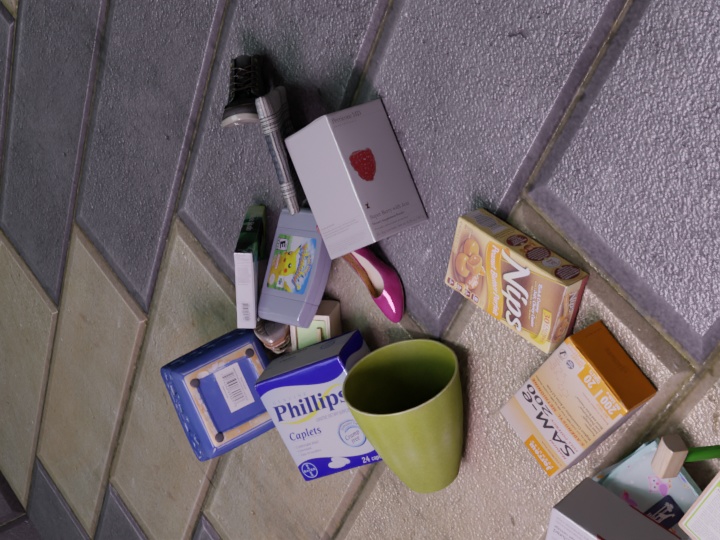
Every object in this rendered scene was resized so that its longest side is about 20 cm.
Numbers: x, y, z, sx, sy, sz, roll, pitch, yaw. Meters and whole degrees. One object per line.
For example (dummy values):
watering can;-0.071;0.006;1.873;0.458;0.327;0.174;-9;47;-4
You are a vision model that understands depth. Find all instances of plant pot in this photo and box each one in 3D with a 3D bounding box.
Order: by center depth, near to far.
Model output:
plant pot;0.087;0.244;1.696;0.186;0.187;0.202;15;133;46
plant pot;-0.242;0.226;1.987;0.202;0.198;0.180;65;166;0

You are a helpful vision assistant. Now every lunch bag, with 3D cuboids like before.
lunch bag;0.376;0.331;1.417;0.171;0.121;0.200;54;136;13

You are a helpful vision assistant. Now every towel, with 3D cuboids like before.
towel;-0.117;-0.196;1.732;0.200;0.034;0.194;-81;-25;-77

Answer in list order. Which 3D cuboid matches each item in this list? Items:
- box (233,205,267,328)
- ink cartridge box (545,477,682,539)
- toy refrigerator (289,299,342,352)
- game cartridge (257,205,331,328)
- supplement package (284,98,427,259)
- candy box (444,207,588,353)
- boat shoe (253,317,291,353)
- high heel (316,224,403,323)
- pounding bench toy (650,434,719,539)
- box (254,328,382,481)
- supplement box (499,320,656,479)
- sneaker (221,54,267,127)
box;-0.191;-0.009;1.895;0.201;0.036;0.146;-89;0;-63
ink cartridge box;0.307;0.390;1.368;0.144;0.083;0.202;31;133;34
toy refrigerator;-0.074;0.157;1.889;0.075;0.070;0.202;4;113;16
game cartridge;-0.105;-0.008;1.820;0.133;0.040;0.202;9;84;44
supplement package;-0.007;-0.139;1.644;0.119;0.121;0.202;-21;92;52
candy box;0.214;0.012;1.506;0.199;0.055;0.116;36;133;34
boat shoe;-0.144;0.109;1.923;0.200;0.075;0.072;-103;-11;-78
high heel;0.000;0.000;1.723;0.067;0.095;0.202;-16;95;52
pounding bench toy;0.456;0.244;1.249;0.200;0.155;0.125;45;138;26
box;-0.049;0.228;1.813;0.183;0.105;0.201;-21;104;28
supplement box;0.294;0.180;1.479;0.126;0.073;0.201;53;140;19
sneaker;-0.194;-0.295;1.759;0.200;0.074;0.107;-89;-9;-76
